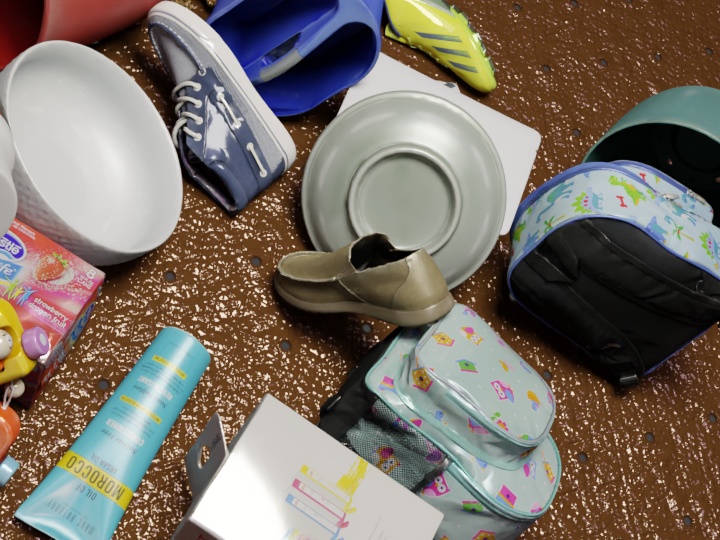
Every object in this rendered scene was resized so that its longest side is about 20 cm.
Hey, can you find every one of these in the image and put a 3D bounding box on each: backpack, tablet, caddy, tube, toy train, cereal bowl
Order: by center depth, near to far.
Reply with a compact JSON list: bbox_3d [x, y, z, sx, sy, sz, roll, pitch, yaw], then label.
[{"bbox_3d":[-0.321,0.073,0.905,0.200,0.150,0.056,43,15,-7],"label":"toy train"},{"bbox_3d":[-0.196,0.139,1.001,0.077,0.051,0.201,29,60,3],"label":"tube"},{"bbox_3d":[0.085,0.142,1.046,0.200,0.153,0.176,49,26,-2],"label":"backpack"},{"bbox_3d":[-0.252,-0.092,1.057,0.199,0.083,0.202,36,41,-39],"label":"cereal bowl"},{"bbox_3d":[-0.067,-0.228,1.170,0.141,0.199,0.106,39,45,-30],"label":"caddy"},{"bbox_3d":[0.246,-0.014,1.183,0.199,0.183,0.148,30,44,-20],"label":"backpack"},{"bbox_3d":[0.074,-0.128,1.190,0.198,0.014,0.131,26,63,-5],"label":"tablet"}]

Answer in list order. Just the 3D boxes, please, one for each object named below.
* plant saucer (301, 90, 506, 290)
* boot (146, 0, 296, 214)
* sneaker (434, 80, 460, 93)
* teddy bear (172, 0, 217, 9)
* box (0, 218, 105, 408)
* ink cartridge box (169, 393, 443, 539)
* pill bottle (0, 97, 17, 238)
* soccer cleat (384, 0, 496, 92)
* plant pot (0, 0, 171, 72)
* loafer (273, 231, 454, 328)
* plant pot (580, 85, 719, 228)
[{"bbox_3d":[0.041,-0.066,1.136,0.198,0.202,0.050,30,10,-5],"label":"plant saucer"},{"bbox_3d":[-0.150,-0.154,1.147,0.200,0.073,0.090,49,57,-10],"label":"boot"},{"bbox_3d":[0.047,-0.104,1.224,0.128,0.080,0.202,-1,70,-16],"label":"sneaker"},{"bbox_3d":[-0.159,-0.320,1.268,0.198,0.067,0.147,13,67,-24],"label":"teddy bear"},{"bbox_3d":[-0.321,0.008,0.984,0.198,0.096,0.100,31,56,-4],"label":"box"},{"bbox_3d":[-0.061,0.208,0.967,0.199,0.129,0.126,34,55,-2],"label":"ink cartridge box"},{"bbox_3d":[-0.324,-0.110,0.911,0.112,0.115,0.201,-6,46,-26],"label":"pill bottle"},{"bbox_3d":[0.074,-0.270,1.346,0.083,0.065,0.201,-39,93,7],"label":"soccer cleat"},{"bbox_3d":[-0.275,-0.299,1.130,0.176,0.201,0.202,-24,74,-41],"label":"plant pot"},{"bbox_3d":[0.000,0.000,1.084,0.076,0.198,0.068,-28,117,-45],"label":"loafer"},{"bbox_3d":[0.348,-0.102,1.288,0.200,0.201,0.161,40,44,2],"label":"plant pot"}]
